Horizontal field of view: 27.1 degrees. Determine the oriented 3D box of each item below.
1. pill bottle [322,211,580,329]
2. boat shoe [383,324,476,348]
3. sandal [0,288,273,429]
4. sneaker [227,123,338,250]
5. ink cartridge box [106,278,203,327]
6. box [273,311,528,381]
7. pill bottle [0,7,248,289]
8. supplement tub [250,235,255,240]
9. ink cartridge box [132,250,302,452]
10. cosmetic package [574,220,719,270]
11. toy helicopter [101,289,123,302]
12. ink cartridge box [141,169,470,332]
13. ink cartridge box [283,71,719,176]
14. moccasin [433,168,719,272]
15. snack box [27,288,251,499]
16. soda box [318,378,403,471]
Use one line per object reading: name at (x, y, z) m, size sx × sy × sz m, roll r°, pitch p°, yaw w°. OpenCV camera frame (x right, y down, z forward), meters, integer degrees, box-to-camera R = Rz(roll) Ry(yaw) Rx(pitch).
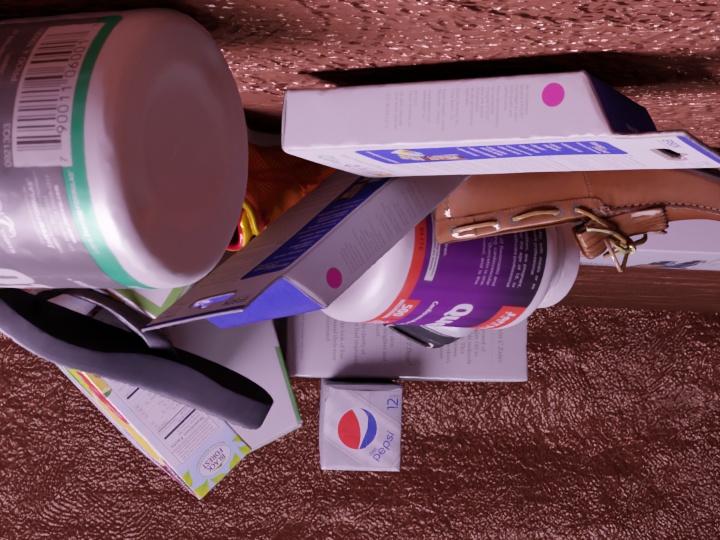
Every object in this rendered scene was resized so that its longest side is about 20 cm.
pill bottle at (0.060, -0.016, 1.055) m, size 0.199 × 0.113 × 0.112 m, roll 5°, pitch 175°, yaw -39°
boat shoe at (0.000, 0.000, 1.126) m, size 0.200 × 0.069 × 0.057 m, roll 32°, pitch 139°, yaw -13°
sandal at (-0.138, 0.039, 0.890) m, size 0.200 × 0.043 × 0.076 m, roll 23°, pitch -173°, yaw -32°
sneaker at (-0.067, -0.049, 0.896) m, size 0.073 × 0.078 × 0.200 m, roll -3°, pitch 176°, yaw 34°
ink cartridge box at (-0.186, -0.042, 0.917) m, size 0.199 × 0.059 × 0.104 m, roll 32°, pitch 175°, yaw -1°
box at (0.031, 0.014, 1.226) m, size 0.199 × 0.153 × 0.106 m, roll 3°, pitch 176°, yaw -11°
pill bottle at (-0.158, -0.049, 0.634) m, size 0.199 × 0.114 × 0.113 m, roll 0°, pitch 176°, yaw 25°
supplement tub at (-0.055, 0.010, 1.451) m, size 0.122 × 0.123 × 0.200 m, roll 5°, pitch 176°, yaw -40°
ink cartridge box at (-0.138, 0.041, 1.194) m, size 0.084 × 0.147 × 0.200 m, roll -26°, pitch -149°, yaw -19°
cosmetic package at (0.243, -0.031, 1.237) m, size 0.199 × 0.052 × 0.151 m, roll 2°, pitch 174°, yaw -6°
toy helicopter at (-0.241, -0.032, 1.112) m, size 0.132 × 0.079 × 0.200 m, roll 28°, pitch 165°, yaw 13°
ink cartridge box at (-0.023, -0.016, 0.825) m, size 0.094 × 0.037 × 0.200 m, roll -12°, pitch -159°, yaw 48°
ink cartridge box at (0.071, -0.068, 0.721) m, size 0.199 × 0.037 × 0.095 m, roll 3°, pitch 177°, yaw 27°
moccasin at (0.147, -0.037, 0.951) m, size 0.200 × 0.078 × 0.074 m, roll 2°, pitch 176°, yaw -1°
snack box at (-0.164, 0.074, 1.029) m, size 0.053 × 0.142 × 0.200 m, roll -43°, pitch -162°, yaw -13°
soda box at (-0.002, 0.124, 1.232) m, size 0.063 × 0.069 × 0.200 m, roll 2°, pitch 178°, yaw -2°
